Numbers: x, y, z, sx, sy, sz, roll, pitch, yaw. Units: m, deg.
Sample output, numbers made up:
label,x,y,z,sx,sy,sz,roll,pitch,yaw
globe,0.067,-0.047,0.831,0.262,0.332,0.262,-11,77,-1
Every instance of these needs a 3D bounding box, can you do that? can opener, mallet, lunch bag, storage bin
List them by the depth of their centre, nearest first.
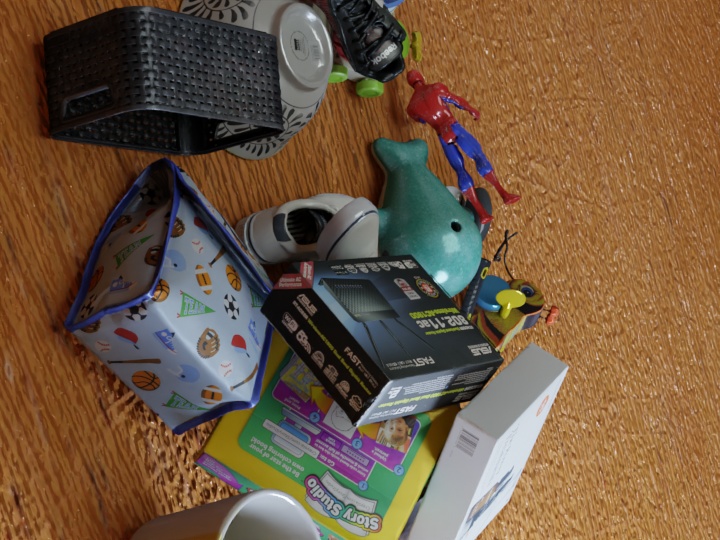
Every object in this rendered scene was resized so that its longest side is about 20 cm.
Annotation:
label,x,y,z,sx,sy,sz,roll,pitch,yaw
storage bin,-0.178,-0.170,1.393,0.199,0.134,0.095,4,79,-51
lunch bag,-0.159,0.015,1.399,0.170,0.123,0.201,52,31,-33
mallet,0.104,0.080,1.753,0.066,0.041,0.202,12,94,-46
can opener,0.110,-0.015,1.811,0.053,0.066,0.202,41,51,-40

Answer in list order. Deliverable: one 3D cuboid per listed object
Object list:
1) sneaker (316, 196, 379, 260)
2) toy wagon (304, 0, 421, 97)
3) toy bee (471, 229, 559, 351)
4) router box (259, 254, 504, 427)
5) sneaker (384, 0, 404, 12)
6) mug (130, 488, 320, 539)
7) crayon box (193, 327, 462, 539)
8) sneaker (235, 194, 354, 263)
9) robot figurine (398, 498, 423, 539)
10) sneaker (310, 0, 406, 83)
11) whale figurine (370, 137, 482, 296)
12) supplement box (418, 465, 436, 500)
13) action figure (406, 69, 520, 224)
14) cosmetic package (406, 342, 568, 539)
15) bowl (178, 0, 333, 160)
label,x,y,z,sx,sy,sz,roll,pitch,yaw
sneaker,0.000,0.000,1.544,0.073,0.071,0.201,-36,158,-21
toy wagon,0.000,-0.279,1.749,0.199,0.039,0.157,16,70,-52
toy bee,0.183,0.046,1.844,0.201,0.108,0.131,-61,171,-14
router box,0.023,0.060,1.413,0.150,0.062,0.199,49,29,23
sneaker,-0.019,-0.334,1.647,0.199,0.082,0.075,3,79,-36
mug,-0.144,0.273,1.324,0.186,0.152,0.151,-4,85,-53
crayon box,-0.029,0.156,1.436,0.199,0.058,0.173,32,66,-5
sneaker,-0.043,-0.042,1.592,0.199,0.070,0.074,-19,97,-54
robot figurine,0.071,0.257,1.655,0.170,0.113,0.199,54,37,9
sneaker,0.000,-0.264,1.584,0.098,0.071,0.201,52,-4,30
whale figurine,0.073,-0.066,1.733,0.158,0.104,0.202,0,71,-32
supplement box,-0.003,0.196,1.530,0.199,0.085,0.111,-35,113,-24
action figure,0.120,-0.154,1.804,0.201,0.065,0.099,57,22,8
cosmetic package,0.123,0.187,1.496,0.151,0.051,0.201,-40,155,-48
bowl,-0.090,-0.221,1.566,0.200,0.094,0.203,15,71,-51
